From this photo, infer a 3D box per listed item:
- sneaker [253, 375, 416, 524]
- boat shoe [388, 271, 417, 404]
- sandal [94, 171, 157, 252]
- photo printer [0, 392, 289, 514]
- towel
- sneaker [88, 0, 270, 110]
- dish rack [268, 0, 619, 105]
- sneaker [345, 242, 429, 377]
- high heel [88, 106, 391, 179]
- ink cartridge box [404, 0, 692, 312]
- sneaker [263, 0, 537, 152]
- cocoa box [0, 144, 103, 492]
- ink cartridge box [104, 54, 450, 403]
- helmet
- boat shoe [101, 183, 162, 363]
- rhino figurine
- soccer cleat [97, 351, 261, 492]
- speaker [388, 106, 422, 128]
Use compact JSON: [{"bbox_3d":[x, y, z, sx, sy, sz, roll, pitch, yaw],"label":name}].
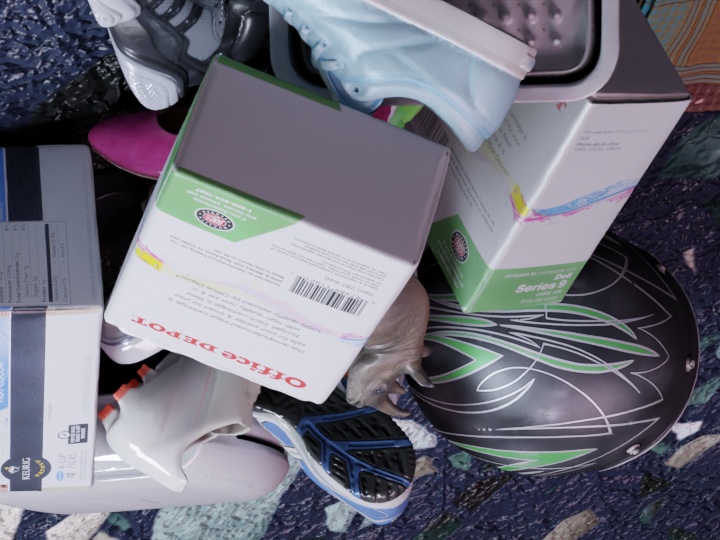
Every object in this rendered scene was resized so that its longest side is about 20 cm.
[{"bbox_3d":[-0.037,0.095,1.696,0.075,0.200,0.077,-33,152,-13],"label":"sneaker"},{"bbox_3d":[0.000,0.000,1.665,0.066,0.074,0.201,7,124,9],"label":"boat shoe"},{"bbox_3d":[-0.101,-0.023,1.683,0.199,0.043,0.076,2,139,-31],"label":"sandal"},{"bbox_3d":[-0.155,0.126,1.749,0.199,0.070,0.166,-6,167,20],"label":"photo printer"},{"bbox_3d":[0.247,-0.175,1.690,0.146,0.022,0.201,-4,142,-23],"label":"towel"},{"bbox_3d":[-0.102,-0.175,1.454,0.113,0.076,0.200,-22,152,-1],"label":"sneaker"},{"bbox_3d":[0.048,-0.180,1.441,0.198,0.173,0.044,-1,-177,6],"label":"dish rack"},{"bbox_3d":[-0.007,0.027,1.757,0.200,0.080,0.078,-36,170,25],"label":"sneaker"},{"bbox_3d":[-0.075,-0.105,1.528,0.198,0.067,0.097,4,115,15],"label":"high heel"},{"bbox_3d":[0.109,-0.093,1.612,0.087,0.146,0.201,-5,142,-30],"label":"ink cartridge box"},{"bbox_3d":[-0.007,-0.127,1.391,0.074,0.199,0.082,6,108,-85],"label":"sneaker"},{"bbox_3d":[-0.234,0.034,1.594,0.130,0.134,0.201,-2,142,-10],"label":"cocoa box"},{"bbox_3d":[-0.051,-0.018,1.443,0.144,0.084,0.200,21,150,-7],"label":"ink cartridge box"},{"bbox_3d":[0.129,0.052,1.754,0.199,0.201,0.191,-15,179,-10],"label":"helmet"},{"bbox_3d":[-0.109,-0.034,1.603,0.200,0.073,0.065,-54,132,-14],"label":"boat shoe"},{"bbox_3d":[-0.003,0.018,1.595,0.087,0.060,0.201,-19,121,7],"label":"rhino figurine"},{"bbox_3d":[-0.087,0.064,1.642,0.200,0.078,0.069,-45,179,-33],"label":"soccer cleat"},{"bbox_3d":[0.037,-0.158,1.539,0.088,0.089,0.200,13,133,-40],"label":"speaker"}]
